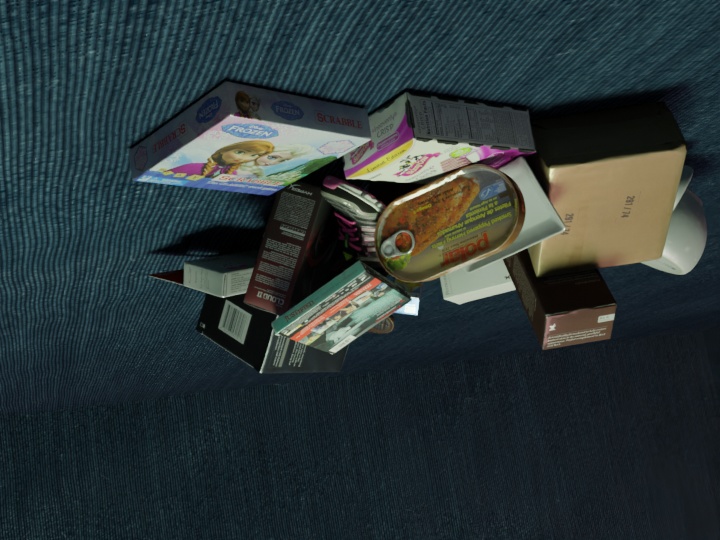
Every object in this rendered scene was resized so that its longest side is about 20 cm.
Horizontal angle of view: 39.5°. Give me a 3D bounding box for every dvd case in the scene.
[{"bbox_3d":[-0.021,0.055,1.363,0.146,0.022,0.200,-35,157,11],"label":"dvd case"}]

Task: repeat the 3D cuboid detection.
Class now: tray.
[{"bbox_3d":[0.177,-0.071,1.303,0.022,0.107,0.200,-35,-176,-37],"label":"tray"}]

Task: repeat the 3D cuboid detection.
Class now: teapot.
[{"bbox_3d":[0.467,-0.093,1.582,0.197,0.146,0.200,28,179,-38],"label":"teapot"}]

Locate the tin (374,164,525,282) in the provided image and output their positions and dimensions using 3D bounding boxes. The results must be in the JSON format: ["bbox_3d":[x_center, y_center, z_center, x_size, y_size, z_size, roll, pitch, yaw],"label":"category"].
[{"bbox_3d":[0.110,-0.055,1.245,0.200,0.112,0.042,-23,163,26],"label":"tin"}]

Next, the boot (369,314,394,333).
[{"bbox_3d":[-0.012,0.035,1.741,0.097,0.200,0.075,-45,154,-46],"label":"boot"}]

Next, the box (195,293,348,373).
[{"bbox_3d":[-0.150,0.093,1.797,0.197,0.118,0.200,27,-166,40],"label":"box"}]

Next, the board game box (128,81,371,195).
[{"bbox_3d":[-0.126,-0.143,1.146,0.200,0.041,0.199,2,163,-42],"label":"board game box"}]

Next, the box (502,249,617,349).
[{"bbox_3d":[0.272,0.011,1.399,0.100,0.200,0.075,-8,131,-6],"label":"box"}]

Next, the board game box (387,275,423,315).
[{"bbox_3d":[0.004,0.018,1.671,0.200,0.034,0.135,6,-154,5],"label":"board game box"}]

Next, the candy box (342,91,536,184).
[{"bbox_3d":[0.094,-0.154,1.219,0.200,0.061,0.136,1,164,-36],"label":"candy box"}]

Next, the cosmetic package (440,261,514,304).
[{"bbox_3d":[0.247,-0.014,1.837,0.200,0.108,0.085,-17,165,23],"label":"cosmetic package"}]

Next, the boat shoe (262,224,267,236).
[{"bbox_3d":[-0.112,-0.044,1.510,0.076,0.072,0.200,4,-173,-6],"label":"boat shoe"}]

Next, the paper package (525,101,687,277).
[{"bbox_3d":[0.309,-0.105,1.318,0.190,0.104,0.200,-8,136,-4],"label":"paper package"}]

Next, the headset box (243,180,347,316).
[{"bbox_3d":[-0.071,-0.013,1.380,0.075,0.200,0.149,18,-179,29],"label":"headset box"}]

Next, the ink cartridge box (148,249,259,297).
[{"bbox_3d":[-0.204,-0.007,1.589,0.173,0.044,0.200,15,-164,36],"label":"ink cartridge box"}]

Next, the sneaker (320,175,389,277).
[{"bbox_3d":[-0.001,-0.047,1.326,0.074,0.087,0.200,31,170,40],"label":"sneaker"}]

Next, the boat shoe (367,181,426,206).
[{"bbox_3d":[0.095,-0.079,1.328,0.063,0.200,0.073,20,107,-50],"label":"boat shoe"}]
